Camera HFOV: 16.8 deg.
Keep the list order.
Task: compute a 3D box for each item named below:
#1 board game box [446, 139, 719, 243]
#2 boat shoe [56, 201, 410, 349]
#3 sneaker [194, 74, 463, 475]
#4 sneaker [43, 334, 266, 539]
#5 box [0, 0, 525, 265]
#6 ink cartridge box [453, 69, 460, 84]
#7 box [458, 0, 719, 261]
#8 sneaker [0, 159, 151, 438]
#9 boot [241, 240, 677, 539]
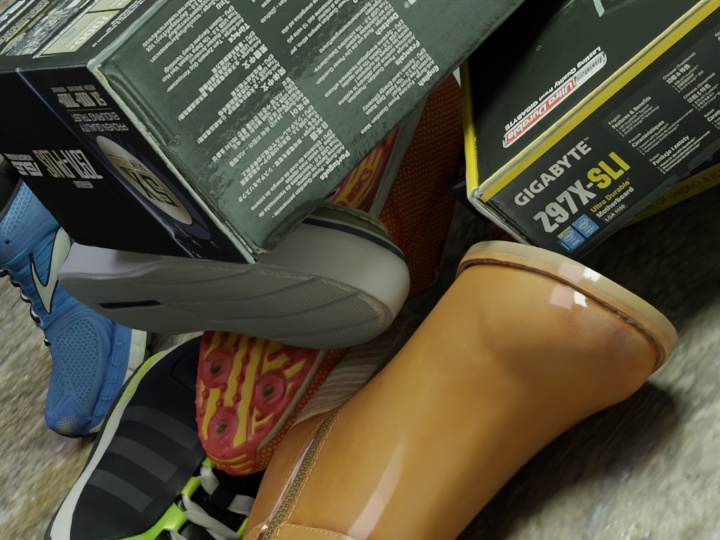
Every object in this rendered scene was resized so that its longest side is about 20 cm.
[{"bbox_3d":[0.134,-0.108,0.896,0.200,0.057,0.165,-27,31,43],"label":"board game box"},{"bbox_3d":[-0.048,-0.014,0.889,0.200,0.072,0.062,2,64,54],"label":"boat shoe"},{"bbox_3d":[0.000,0.000,0.959,0.073,0.077,0.200,3,55,42],"label":"sneaker"},{"bbox_3d":[-0.068,0.083,0.956,0.083,0.072,0.200,-35,28,26],"label":"sneaker"},{"bbox_3d":[-0.026,-0.101,0.837,0.200,0.086,0.164,-46,20,-18],"label":"box"},{"bbox_3d":[-0.024,-0.098,1.133,0.147,0.083,0.200,-47,22,8],"label":"ink cartridge box"},{"bbox_3d":[0.118,-0.113,0.806,0.200,0.049,0.160,-40,24,24],"label":"box"},{"bbox_3d":[-0.142,-0.014,1.131,0.079,0.089,0.200,-111,22,-62],"label":"sneaker"},{"bbox_3d":[0.019,0.079,0.808,0.155,0.074,0.200,-60,13,-25],"label":"boot"}]
